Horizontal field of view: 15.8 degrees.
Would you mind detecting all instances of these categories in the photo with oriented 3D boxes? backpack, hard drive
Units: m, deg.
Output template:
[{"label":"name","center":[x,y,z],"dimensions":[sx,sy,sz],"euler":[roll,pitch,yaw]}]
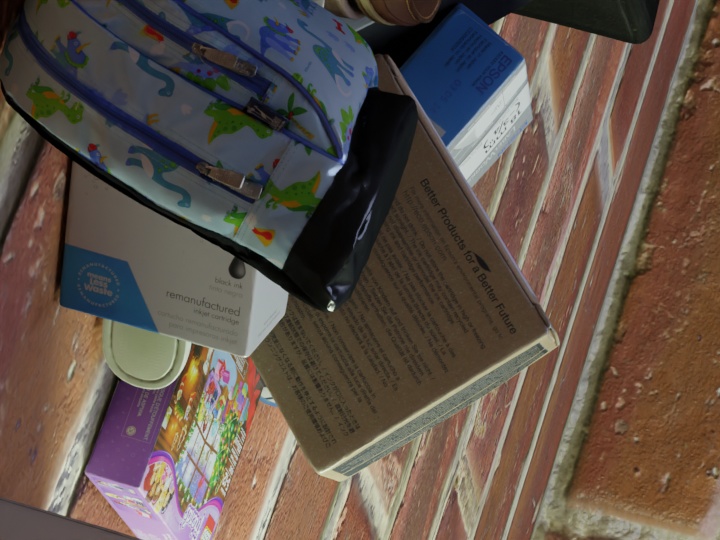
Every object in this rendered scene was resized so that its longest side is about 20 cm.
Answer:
[{"label":"backpack","center":[-0.075,-0.086,1.259],"dimensions":[0.163,0.200,0.154],"euler":[-62,170,-65]},{"label":"hard drive","center":[0.046,-0.183,1.706],"dimensions":[0.042,0.200,0.135],"euler":[62,-6,15]}]

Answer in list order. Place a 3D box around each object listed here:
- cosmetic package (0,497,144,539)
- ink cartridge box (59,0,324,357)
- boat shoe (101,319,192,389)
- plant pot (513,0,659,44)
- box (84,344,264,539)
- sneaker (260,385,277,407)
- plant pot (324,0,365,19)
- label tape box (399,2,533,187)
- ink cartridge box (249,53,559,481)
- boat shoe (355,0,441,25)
[{"label":"cosmetic package","center":[-0.174,0.244,1.380],"dimensions":[0.200,0.123,0.200],"euler":[64,42,-69]},{"label":"ink cartridge box","center":[-0.091,-0.067,1.397],"dimensions":[0.067,0.116,0.200],"euler":[-49,150,-61]},{"label":"boat shoe","center":[-0.100,-0.031,1.492],"dimensions":[0.066,0.074,0.200],"euler":[-55,157,-62]},{"label":"plant pot","center":[0.139,-0.287,1.889],"dimensions":[0.177,0.199,0.200],"euler":[-25,129,-84]},{"label":"box","center":[-0.114,0.099,1.652],"dimensions":[0.200,0.039,0.137],"euler":[69,38,-68]},{"label":"sneaker","center":[-0.038,0.064,1.829],"dimensions":[0.074,0.082,0.200],"euler":[-66,166,-7]},{"label":"plant pot","center":[-0.022,-0.255,1.533],"dimensions":[0.201,0.093,0.201],"euler":[14,90,-76]},{"label":"label tape box","center":[0.049,-0.080,1.763],"dimensions":[0.144,0.063,0.200],"euler":[-48,167,-6]},{"label":"ink cartridge box","center":[0.000,0.000,1.551],"dimensions":[0.165,0.200,0.075],"euler":[-31,166,4]},{"label":"boat shoe","center":[0.032,-0.194,1.472],"dimensions":[0.200,0.067,0.072],"euler":[75,32,-65]}]
